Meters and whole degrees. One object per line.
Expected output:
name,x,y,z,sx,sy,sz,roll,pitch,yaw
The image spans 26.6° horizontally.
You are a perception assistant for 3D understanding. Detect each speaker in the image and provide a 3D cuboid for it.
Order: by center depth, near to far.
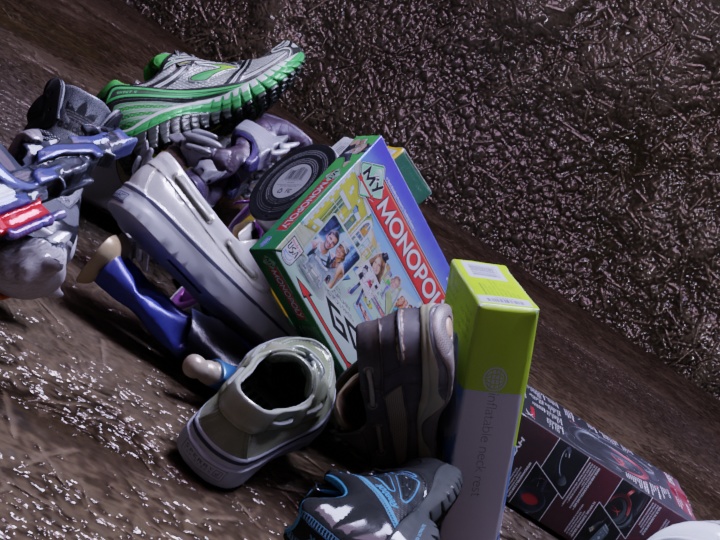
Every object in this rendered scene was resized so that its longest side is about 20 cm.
speaker,0.000,0.000,1.175,0.200,0.081,0.081,52,-3,-32

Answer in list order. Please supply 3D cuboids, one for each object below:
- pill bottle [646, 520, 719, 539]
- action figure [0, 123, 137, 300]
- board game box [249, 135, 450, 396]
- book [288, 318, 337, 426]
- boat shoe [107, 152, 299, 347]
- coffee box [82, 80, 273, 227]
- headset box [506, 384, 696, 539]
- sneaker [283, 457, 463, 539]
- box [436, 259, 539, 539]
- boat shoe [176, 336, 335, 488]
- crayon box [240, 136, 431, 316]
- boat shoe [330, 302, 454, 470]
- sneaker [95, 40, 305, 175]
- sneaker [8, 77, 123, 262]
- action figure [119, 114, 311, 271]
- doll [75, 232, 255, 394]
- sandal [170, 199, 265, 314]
pill bottle,0.260,0.242,1.126,0.114,0.114,0.200,37,10,26
action figure,-0.248,-0.051,0.999,0.193,0.105,0.200,42,37,24
board game box,0.012,0.022,1.110,0.029,0.135,0.200,2,-49,45
book,0.006,0.104,1.237,0.200,0.048,0.134,32,7,15
boat shoe,-0.094,-0.005,1.118,0.200,0.070,0.071,46,-18,-19
coffee box,-0.147,-0.069,1.373,0.200,0.113,0.080,31,-5,-12
headset box,0.203,0.190,1.335,0.200,0.075,0.149,32,9,-1
sneaker,0.010,0.142,0.924,0.082,0.073,0.200,31,7,4
box,0.076,0.104,1.052,0.048,0.201,0.122,7,13,-8
boat shoe,-0.050,0.080,0.976,0.072,0.062,0.200,44,21,1
crayon box,-0.051,-0.029,1.287,0.052,0.200,0.126,56,-14,-22
boat shoe,0.017,0.087,1.017,0.073,0.200,0.075,3,50,-3
sneaker,-0.133,-0.159,1.301,0.085,0.200,0.078,60,-31,6
sneaker,-0.234,-0.083,1.165,0.075,0.114,0.200,28,10,-23
action figure,-0.129,-0.068,1.235,0.069,0.130,0.200,39,40,12
doll,-0.108,0.054,1.075,0.200,0.048,0.136,39,4,-2
sandal,-0.082,-0.033,1.203,0.082,0.203,0.050,-4,-54,46
